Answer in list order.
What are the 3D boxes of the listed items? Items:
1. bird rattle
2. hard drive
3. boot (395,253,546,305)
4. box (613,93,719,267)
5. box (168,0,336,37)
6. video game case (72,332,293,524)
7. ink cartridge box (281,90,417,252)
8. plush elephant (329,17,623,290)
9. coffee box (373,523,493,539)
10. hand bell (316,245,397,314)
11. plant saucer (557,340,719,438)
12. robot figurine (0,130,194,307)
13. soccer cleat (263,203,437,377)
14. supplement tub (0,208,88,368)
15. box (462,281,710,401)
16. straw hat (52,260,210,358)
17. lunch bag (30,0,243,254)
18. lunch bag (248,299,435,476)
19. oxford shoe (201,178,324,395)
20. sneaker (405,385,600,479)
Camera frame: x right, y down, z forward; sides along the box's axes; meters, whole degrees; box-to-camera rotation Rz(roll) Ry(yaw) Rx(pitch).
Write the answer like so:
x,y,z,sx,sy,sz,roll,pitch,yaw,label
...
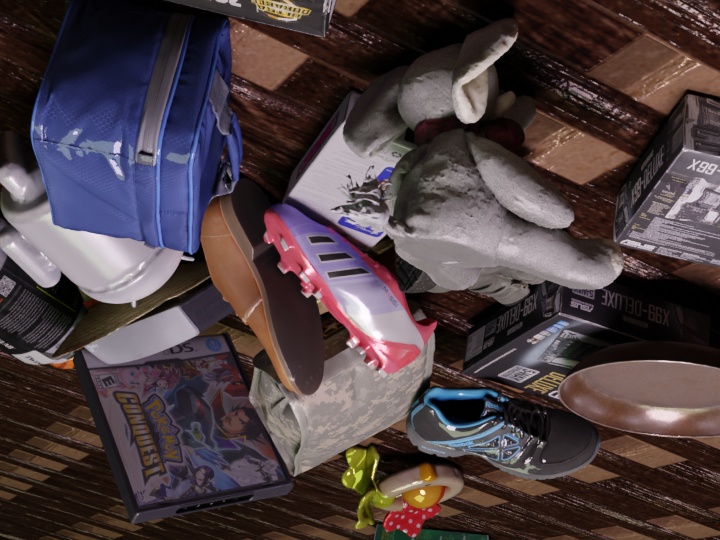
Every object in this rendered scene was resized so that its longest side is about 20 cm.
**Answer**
x,y,z,sx,sy,sz,roll,pitch,yaw,label
0.071,0.316,1.808,0.163,0.113,0.200,-24,143,28,bird rattle
-0.184,0.042,1.294,0.200,0.135,0.042,-18,101,49,hard drive
0.125,-0.032,1.086,0.130,0.068,0.200,6,153,-24,boot
0.306,-0.050,0.957,0.199,0.050,0.158,13,155,-1,box
-0.105,-0.223,0.778,0.199,0.050,0.160,13,158,-1,box
-0.185,0.157,1.344,0.180,0.200,0.026,-4,143,-35,video game case
0.000,-0.075,1.064,0.094,0.037,0.200,19,153,-13,ink cartridge box
0.072,-0.083,0.896,0.199,0.156,0.164,21,164,-37,plush elephant
0.133,0.471,2.168,0.199,0.044,0.123,2,154,22,coffee box
0.000,0.000,1.197,0.199,0.105,0.104,-15,146,23,hand bell
0.281,0.107,1.176,0.199,0.032,0.200,9,155,4,plant saucer
-0.227,-0.049,1.109,0.169,0.113,0.200,-30,129,11,robot figurine
-0.009,0.007,1.133,0.200,0.076,0.067,52,167,-24,soccer cleat
-0.355,0.019,1.326,0.122,0.123,0.200,-4,150,32,supplement tub
0.212,0.072,1.244,0.157,0.050,0.200,19,155,-16,box
-0.230,-0.002,1.254,0.201,0.201,0.085,-18,103,48,straw hat
-0.155,-0.099,0.961,0.132,0.136,0.200,12,156,0,lunch bag
-0.018,0.105,1.293,0.164,0.118,0.200,-27,164,-17,lunch bag
-0.091,0.021,1.157,0.071,0.201,0.071,-21,-178,33,oxford shoe
0.148,0.161,1.304,0.199,0.074,0.082,6,150,-2,sneaker
